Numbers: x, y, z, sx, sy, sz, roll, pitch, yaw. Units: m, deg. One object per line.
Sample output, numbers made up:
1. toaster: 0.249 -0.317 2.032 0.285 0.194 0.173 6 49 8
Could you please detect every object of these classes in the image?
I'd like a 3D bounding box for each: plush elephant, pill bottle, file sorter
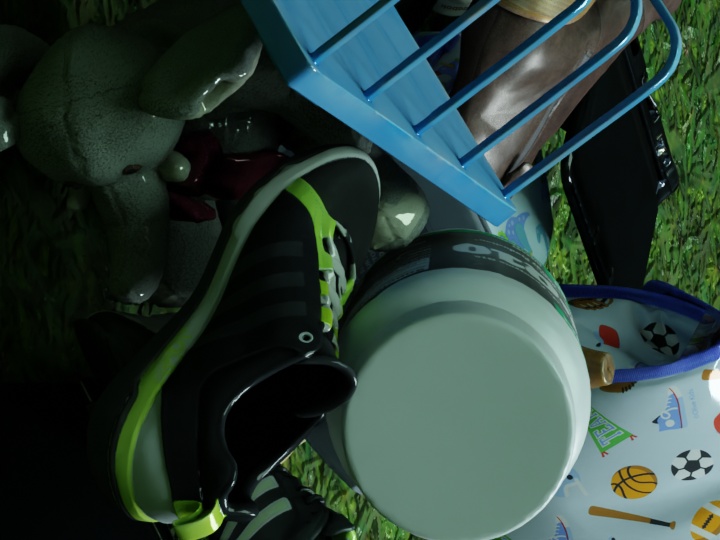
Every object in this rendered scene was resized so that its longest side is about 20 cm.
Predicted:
1. plush elephant: -0.088 -0.059 1.156 0.155 0.164 0.201 -41 118 -53
2. pill bottle: 0.042 0.049 1.154 0.200 0.113 0.114 -80 163 -81
3. file sorter: 0.032 -0.133 1.134 0.200 0.123 0.139 29 26 -58

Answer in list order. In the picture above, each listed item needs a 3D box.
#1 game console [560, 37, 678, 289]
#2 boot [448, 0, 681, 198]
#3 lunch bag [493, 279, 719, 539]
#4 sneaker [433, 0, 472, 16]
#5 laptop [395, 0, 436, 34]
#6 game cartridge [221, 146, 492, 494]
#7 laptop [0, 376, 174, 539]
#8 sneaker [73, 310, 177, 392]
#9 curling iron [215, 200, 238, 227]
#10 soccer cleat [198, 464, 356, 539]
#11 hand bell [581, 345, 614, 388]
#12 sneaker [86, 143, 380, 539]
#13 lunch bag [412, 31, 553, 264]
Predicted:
1. game console: 0.119 -0.084 1.606 0.116 0.176 0.200 -44 146 -13
2. boot: 0.101 -0.110 1.444 0.200 0.072 0.167 4 112 -64
3. lunch bag: 0.144 0.099 1.552 0.124 0.199 0.171 -52 133 -46
4. sneaker: 0.071 -0.186 1.491 0.200 0.072 0.085 -174 -90 -80
5. laptop: 0.009 -0.195 1.379 0.177 0.103 0.201 124 -37 -63
6. game cartridge: 0.000 0.000 1.304 0.201 0.133 0.041 66 6 15
7. laptop: -0.126 0.150 1.108 0.200 0.116 0.188 89 -25 -55
8. sneaker: -0.071 0.044 1.173 0.074 0.088 0.200 64 -4 7
9. curling iron: -0.053 -0.009 1.282 0.050 0.025 0.201 99 -31 -66
10. soccer cleat: -0.043 0.125 1.253 0.200 0.081 0.068 -105 180 -58
11. hand bell: 0.033 0.050 1.338 0.104 0.199 0.105 11 78 -63
12. sneaker: -0.028 0.033 1.067 0.200 0.083 0.072 -56 142 -31
13. lunch bag: 0.037 -0.037 1.484 0.200 0.082 0.161 -57 138 -49
